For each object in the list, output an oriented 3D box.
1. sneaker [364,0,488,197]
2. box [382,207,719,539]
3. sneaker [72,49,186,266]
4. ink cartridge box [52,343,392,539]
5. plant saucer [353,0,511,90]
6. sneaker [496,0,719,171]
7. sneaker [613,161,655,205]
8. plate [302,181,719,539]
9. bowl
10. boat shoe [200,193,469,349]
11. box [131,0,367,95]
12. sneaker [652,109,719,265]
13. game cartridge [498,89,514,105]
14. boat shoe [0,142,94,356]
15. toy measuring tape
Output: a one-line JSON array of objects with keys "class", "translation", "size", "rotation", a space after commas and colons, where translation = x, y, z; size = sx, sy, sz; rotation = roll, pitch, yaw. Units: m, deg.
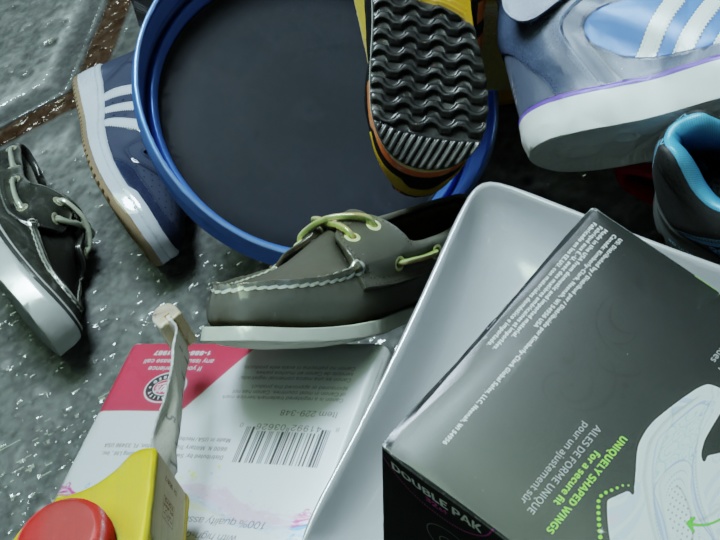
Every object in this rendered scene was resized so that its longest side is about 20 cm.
[{"class": "sneaker", "translation": [0.031, -0.133, 0.840], "size": [0.070, 0.090, 0.201], "rotation": [6, 73, -4]}, {"class": "box", "translation": [0.121, 0.106, 0.594], "size": [0.200, 0.149, 0.124], "rotation": [36, 67, 20]}, {"class": "sneaker", "translation": [-0.110, -0.089, 1.023], "size": [0.108, 0.070, 0.200], "rotation": [-28, 38, 2]}, {"class": "ink cartridge box", "translation": [-0.067, 0.133, 0.760], "size": [0.147, 0.086, 0.200], "rotation": [1, 49, 27]}, {"class": "plant saucer", "translation": [0.088, -0.203, 0.931], "size": [0.200, 0.048, 0.200], "rotation": [-7, 71, -15]}, {"class": "sneaker", "translation": [0.163, -0.135, 0.807], "size": [0.200, 0.081, 0.147], "rotation": [-10, 69, 15]}, {"class": "sneaker", "translation": [0.222, -0.075, 0.855], "size": [0.200, 0.078, 0.116], "rotation": [-8, 67, 11]}, {"class": "plate", "translation": [0.103, 0.079, 0.711], "size": [0.200, 0.032, 0.200], "rotation": [21, 67, 13]}, {"class": "bowl", "translation": [-0.025, -0.094, 0.911], "size": [0.200, 0.039, 0.201], "rotation": [4, 69, -11]}, {"class": "boat shoe", "translation": [-0.002, 0.000, 0.797], "size": [0.072, 0.060, 0.202], "rotation": [3, 8, 38]}, {"class": "box", "translation": [-0.019, -0.197, 1.024], "size": [0.161, 0.049, 0.200], "rotation": [29, 65, 22]}, {"class": "sneaker", "translation": [0.215, -0.008, 0.736], "size": [0.200, 0.082, 0.073], "rotation": [24, 75, 24]}, {"class": "game cartridge", "translation": [0.066, -0.163, 1.041], "size": [0.200, 0.032, 0.177], "rotation": [-7, 45, 25]}, {"class": "boat shoe", "translation": [-0.196, -0.023, 1.000], "size": [0.064, 0.071, 0.200], "rotation": [-34, 40, -6]}, {"class": "toy measuring tape", "translation": [-0.110, 0.098, 0.702], "size": [0.073, 0.074, 0.200], "rotation": [-14, 44, 14]}]
